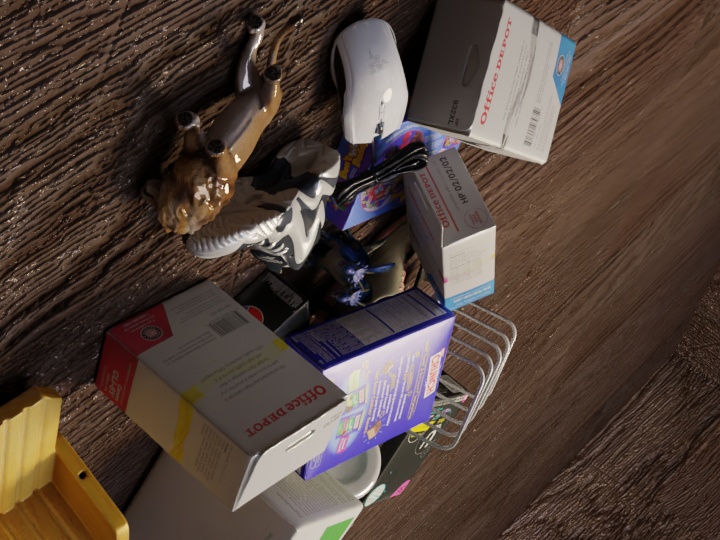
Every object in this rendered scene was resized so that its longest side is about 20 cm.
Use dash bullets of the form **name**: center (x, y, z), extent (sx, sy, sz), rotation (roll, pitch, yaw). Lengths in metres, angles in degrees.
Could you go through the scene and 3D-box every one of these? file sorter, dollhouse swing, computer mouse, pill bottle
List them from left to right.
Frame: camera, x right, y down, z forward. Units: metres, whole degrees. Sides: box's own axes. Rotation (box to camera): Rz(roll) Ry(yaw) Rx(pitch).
- **dollhouse swing**: center (-0.308, 0.237, 1.144), extent (0.200, 0.182, 0.176), rotation (-34, 173, -38)
- **pill bottle**: center (-0.060, 0.259, 1.671), extent (0.112, 0.113, 0.200), rotation (-41, -178, -28)
- **computer mouse**: center (0.013, -0.155, 1.264), extent (0.109, 0.044, 0.200), rotation (-20, 135, -11)
- **file sorter**: center (0.113, 0.127, 1.675), extent (0.139, 0.124, 0.200), rotation (-68, 168, 21)

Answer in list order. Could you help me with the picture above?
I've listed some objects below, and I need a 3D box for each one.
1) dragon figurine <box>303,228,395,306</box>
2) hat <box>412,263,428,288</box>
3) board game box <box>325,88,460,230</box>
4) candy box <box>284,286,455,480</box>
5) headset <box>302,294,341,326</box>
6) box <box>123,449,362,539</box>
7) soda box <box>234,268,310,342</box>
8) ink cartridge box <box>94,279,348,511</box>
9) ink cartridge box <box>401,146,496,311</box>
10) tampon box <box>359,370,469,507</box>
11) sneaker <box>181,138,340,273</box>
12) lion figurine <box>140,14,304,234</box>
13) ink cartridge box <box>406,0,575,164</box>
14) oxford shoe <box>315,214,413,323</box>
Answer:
- **dragon figurine**: center (0.000, 0.000, 1.474), extent (0.059, 0.099, 0.200), rotation (-57, 158, 13)
- **hat**: center (0.126, -0.031, 1.634), extent (0.201, 0.081, 0.201), rotation (22, 90, -85)
- **board game box**: center (0.044, -0.134, 1.430), extent (0.200, 0.045, 0.135), rotation (-25, 146, -51)
- **candy box**: center (0.002, 0.127, 1.465), extent (0.200, 0.077, 0.169), rotation (-19, 134, -36)
- **headset**: center (-0.063, 0.108, 1.526), extent (0.124, 0.094, 0.200), rotation (-45, 128, -9)
- **box**: center (-0.148, 0.301, 1.506), extent (0.199, 0.200, 0.171), rotation (-57, 156, 15)
- **soda box**: center (-0.144, 0.093, 1.377), extent (0.200, 0.063, 0.071), rotation (-42, 157, -24)
- **ink cartridge box**: center (-0.136, 0.118, 1.242), extent (0.145, 0.200, 0.084), rotation (-28, 148, -46)
- **ink cartridge box**: center (0.100, -0.053, 1.427), extent (0.068, 0.115, 0.200), rotation (-22, 152, -6)
- **tampon box**: center (0.036, 0.225, 1.864), extent (0.200, 0.126, 0.150), rotation (-58, 158, 15)
- **sneaker**: center (-0.097, -0.033, 1.249), extent (0.199, 0.079, 0.130), rotation (-46, 152, -44)
- **lion figurine**: center (-0.110, -0.123, 1.100), extent (0.200, 0.072, 0.123), rotation (-50, 166, -19)
- **ink cartridge box**: center (0.146, -0.207, 1.390), extent (0.200, 0.084, 0.145), rotation (8, 97, -59)
- **oxford shoe**: center (0.033, 0.009, 1.588), extent (0.200, 0.075, 0.070), rotation (-49, 156, -17)
